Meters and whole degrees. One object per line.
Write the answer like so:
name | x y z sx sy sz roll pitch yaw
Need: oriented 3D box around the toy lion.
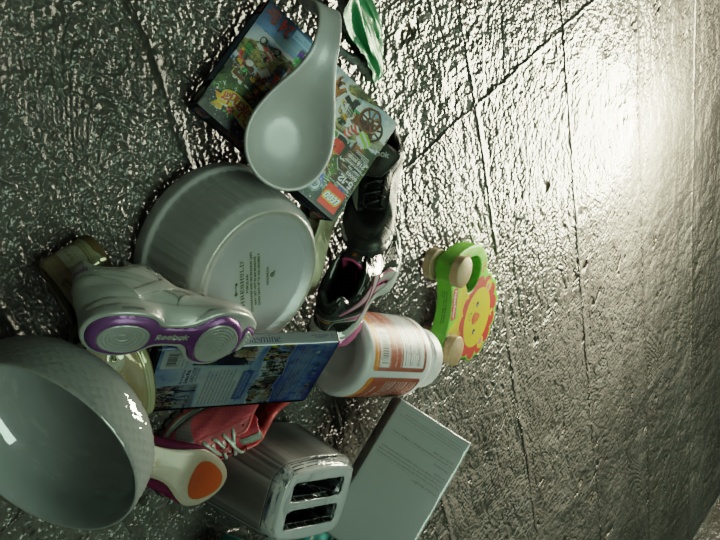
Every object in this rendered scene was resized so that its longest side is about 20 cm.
toy lion | 0.163 0.049 1.484 0.191 0.068 0.203 -25 124 -52

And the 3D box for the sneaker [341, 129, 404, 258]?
sneaker | 0.016 -0.106 1.153 0.091 0.065 0.201 92 8 -45

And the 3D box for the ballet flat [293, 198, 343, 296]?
ballet flat | -0.059 -0.066 1.145 0.069 0.069 0.203 5 102 -52

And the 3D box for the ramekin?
ramekin | -0.135 -0.008 1.025 0.201 0.094 0.205 -27 131 -36

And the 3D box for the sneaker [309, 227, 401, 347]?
sneaker | 0.000 0.000 1.189 0.087 0.079 0.201 93 17 -51

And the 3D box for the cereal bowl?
cereal bowl | -0.272 0.136 0.868 0.084 0.197 0.202 -61 149 -51

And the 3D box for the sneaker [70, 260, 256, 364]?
sneaker | -0.181 0.031 0.898 0.199 0.100 0.075 14 126 -47

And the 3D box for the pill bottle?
pill bottle | 0.025 0.115 1.289 0.199 0.111 0.114 11 98 -53

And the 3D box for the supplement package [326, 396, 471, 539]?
supplement package | 0.045 0.289 1.294 0.201 0.116 0.117 -58 180 -8

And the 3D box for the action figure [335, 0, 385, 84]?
action figure | -0.005 -0.281 1.103 0.200 0.054 0.120 59 29 -60

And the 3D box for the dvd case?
dvd case | -0.135 0.110 1.031 0.197 0.018 0.143 -1 147 -23

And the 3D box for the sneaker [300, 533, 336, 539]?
sneaker | -0.029 0.375 1.365 0.199 0.079 0.079 -22 122 -44

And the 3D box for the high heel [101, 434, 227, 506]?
high heel | -0.227 0.198 1.025 0.200 0.095 0.068 38 76 -54

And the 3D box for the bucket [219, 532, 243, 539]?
bucket | -0.116 0.422 1.182 0.207 0.205 0.136 43 64 -51

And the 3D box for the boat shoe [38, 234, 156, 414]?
boat shoe | -0.260 0.067 0.942 0.065 0.072 0.202 -32 124 -33

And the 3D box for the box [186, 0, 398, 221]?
box | -0.069 -0.168 1.029 0.200 0.038 0.137 39 76 -26

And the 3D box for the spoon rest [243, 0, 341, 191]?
spoon rest | -0.061 -0.181 0.976 0.098 0.060 0.203 16 86 -28

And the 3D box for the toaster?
toaster | -0.102 0.260 1.179 0.199 0.128 0.115 10 97 -53

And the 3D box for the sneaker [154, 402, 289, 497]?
sneaker | -0.160 0.186 1.107 0.200 0.086 0.074 -47 137 -27
